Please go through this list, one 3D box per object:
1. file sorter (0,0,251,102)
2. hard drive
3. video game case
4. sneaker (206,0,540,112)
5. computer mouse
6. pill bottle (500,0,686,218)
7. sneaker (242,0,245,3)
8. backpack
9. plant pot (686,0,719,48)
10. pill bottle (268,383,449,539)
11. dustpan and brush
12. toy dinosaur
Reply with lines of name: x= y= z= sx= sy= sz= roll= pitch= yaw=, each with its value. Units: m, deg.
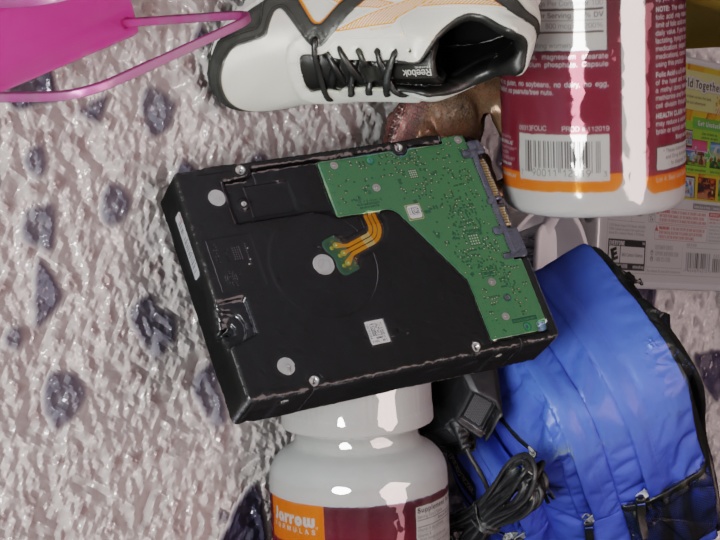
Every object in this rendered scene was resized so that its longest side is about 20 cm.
file sorter: x=-0.148 y=-0.192 z=0.833 sx=0.139 sy=0.125 sz=0.202 roll=-32 pitch=116 yaw=-43
hard drive: x=0.000 y=0.000 z=0.985 sx=0.198 sy=0.038 sz=0.141 roll=-11 pitch=68 yaw=-27
video game case: x=0.235 y=-0.077 z=1.357 sx=0.199 sy=0.023 sz=0.184 roll=2 pitch=91 yaw=-48
sneaker: x=0.007 y=-0.127 z=0.971 sx=0.080 sy=0.198 sz=0.074 roll=-92 pitch=163 yaw=-48
computer mouse: x=0.048 y=0.084 z=1.092 sx=0.046 sy=0.141 sz=0.201 roll=-9 pitch=60 yaw=-37
pill bottle: x=0.139 y=-0.139 z=1.044 sx=0.114 sy=0.113 sz=0.203 roll=-14 pitch=106 yaw=-47
sneaker: x=-0.020 y=-0.217 z=0.988 sx=0.076 sy=0.113 sz=0.202 roll=-18 pitch=109 yaw=-44
backpack: x=0.140 y=0.102 z=1.128 sx=0.167 sy=0.163 sz=0.201 roll=-28 pitch=138 yaw=-12
plant pot: x=0.223 y=-0.258 z=1.213 sx=0.175 sy=0.199 sz=0.203 roll=-6 pitch=97 yaw=-37
pill bottle: x=0.000 y=0.159 z=1.041 sx=0.109 sy=0.109 sz=0.203 roll=-11 pitch=101 yaw=-47
dustpan and brush: x=0.123 y=-0.020 z=1.204 sx=0.139 sy=0.057 sz=0.203 roll=2 pitch=91 yaw=-49
toy dinosaur: x=0.045 y=-0.095 z=1.095 sx=0.135 sy=0.085 sz=0.202 roll=14 pitch=87 yaw=-48
